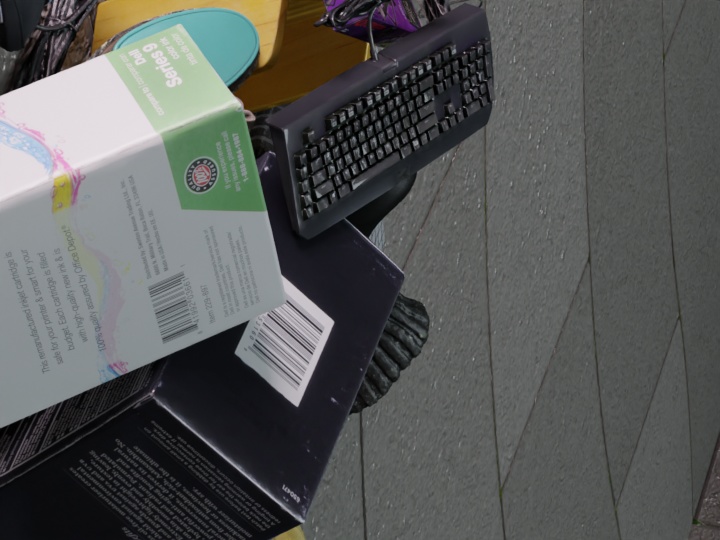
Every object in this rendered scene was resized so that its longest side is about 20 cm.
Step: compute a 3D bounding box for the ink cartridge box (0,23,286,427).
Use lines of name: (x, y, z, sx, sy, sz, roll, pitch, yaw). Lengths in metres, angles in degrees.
ink cartridge box: (-0.153, -0.017, 1.282, 0.088, 0.199, 0.146, 52, -18, 43)

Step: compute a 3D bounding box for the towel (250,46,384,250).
towel: (-0.037, -0.056, 1.831, 0.166, 0.085, 0.201, -70, 163, -50)

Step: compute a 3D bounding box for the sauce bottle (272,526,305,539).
sauce bottle: (-0.069, 0.200, 1.762, 0.200, 0.064, 0.065, -121, -149, -69)

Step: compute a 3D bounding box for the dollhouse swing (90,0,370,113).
dollhouse swing: (-0.068, -0.092, 1.596, 0.200, 0.181, 0.177, -1, 78, -73)

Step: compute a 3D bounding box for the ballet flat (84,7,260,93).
ballet flat: (-0.143, -0.093, 1.444, 0.200, 0.068, 0.075, -36, 175, -41)

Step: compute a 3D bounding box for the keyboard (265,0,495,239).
keyboard: (0.015, -0.111, 1.450, 0.200, 0.021, 0.128, -35, 120, -44)

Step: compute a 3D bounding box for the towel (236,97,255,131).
towel: (-0.149, -0.027, 1.405, 0.200, 0.034, 0.132, -46, 166, 11)

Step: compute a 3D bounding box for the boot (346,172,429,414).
boot: (0.000, -0.001, 1.710, 0.158, 0.211, 0.080, 38, 34, -24)

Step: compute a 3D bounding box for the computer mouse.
computer mouse: (-0.176, -0.187, 1.384, 0.200, 0.046, 0.141, 72, 33, -55)

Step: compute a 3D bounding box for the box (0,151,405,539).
box: (-0.101, 0.070, 1.446, 0.123, 0.198, 0.201, 42, 46, -19)

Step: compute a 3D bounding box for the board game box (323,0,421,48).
board game box: (-0.020, -0.235, 1.522, 0.120, 0.032, 0.201, 9, 61, -76)

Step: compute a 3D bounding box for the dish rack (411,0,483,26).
dish rack: (0.043, -0.212, 1.605, 0.154, 0.054, 0.201, 75, -5, -57)
